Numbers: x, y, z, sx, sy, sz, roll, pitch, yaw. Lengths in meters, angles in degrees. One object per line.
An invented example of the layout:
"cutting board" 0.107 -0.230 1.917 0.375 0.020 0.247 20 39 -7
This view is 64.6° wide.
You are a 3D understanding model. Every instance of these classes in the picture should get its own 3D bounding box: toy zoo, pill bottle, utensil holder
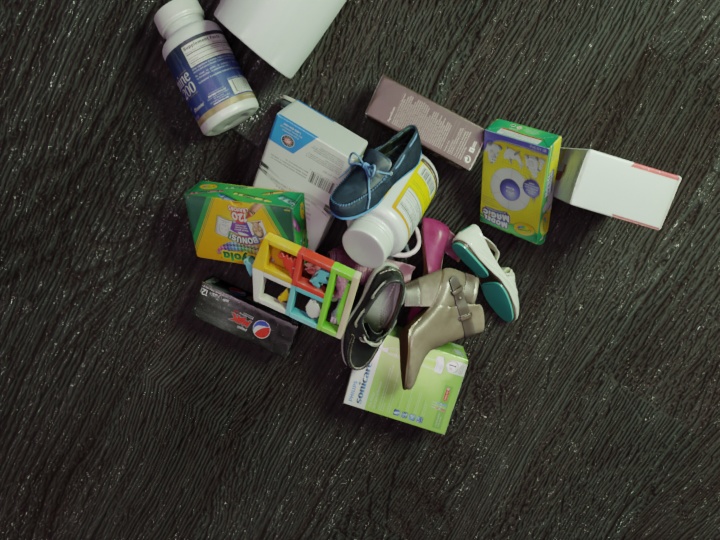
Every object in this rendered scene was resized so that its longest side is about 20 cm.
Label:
"toy zoo" -0.104 0.021 0.936 0.196 0.021 0.133 24 125 7
"pill bottle" 0.047 -0.102 0.936 0.107 0.202 0.111 20 142 17
"pill bottle" -0.264 -0.344 0.963 0.109 0.111 0.204 -26 98 8
"utensil holder" -0.117 -0.441 0.907 0.169 0.170 0.201 39 103 -4

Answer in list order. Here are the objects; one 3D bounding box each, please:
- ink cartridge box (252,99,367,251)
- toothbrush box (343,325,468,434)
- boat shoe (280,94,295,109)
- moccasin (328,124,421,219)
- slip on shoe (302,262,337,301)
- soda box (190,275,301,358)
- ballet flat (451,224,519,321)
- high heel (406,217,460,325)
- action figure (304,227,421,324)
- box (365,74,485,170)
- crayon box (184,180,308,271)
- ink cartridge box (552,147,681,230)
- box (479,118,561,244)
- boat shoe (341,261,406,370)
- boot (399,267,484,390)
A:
"ink cartridge box" -0.095 -0.154 0.963 0.144 0.085 0.202 29 127 0
"toothbrush box" 0.082 0.191 1.050 0.195 0.086 0.149 16 100 0
"boat shoe" -0.068 -0.223 0.992 0.199 0.073 0.062 38 97 -9
"moccasin" 0.019 -0.158 0.866 0.079 0.200 0.069 27 146 24
"slip on shoe" -0.117 -0.010 1.037 0.198 0.074 0.062 37 99 2
"soda box" -0.209 0.086 1.062 0.196 0.063 0.072 25 102 0
"ballet flat" 0.237 0.001 1.013 0.069 0.070 0.201 -35 110 9
"high heel" 0.107 0.010 1.024 0.095 0.067 0.204 28 86 -12
"action figure" 0.000 0.000 0.979 0.195 0.136 0.150 5 139 -23
"box" 0.109 -0.245 0.962 0.196 0.100 0.076 26 100 -2
"crayon box" -0.188 -0.075 0.959 0.194 0.059 0.121 8 124 15
"ink cartridge box" 0.386 -0.138 0.911 0.141 0.200 0.086 15 105 1
"box" 0.255 -0.133 0.934 0.116 0.048 0.203 27 142 34
"boat shoe" 0.023 0.088 0.951 0.072 0.061 0.204 18 109 -21
"boot" 0.139 0.099 0.970 0.142 0.070 0.206 -1 97 -11
